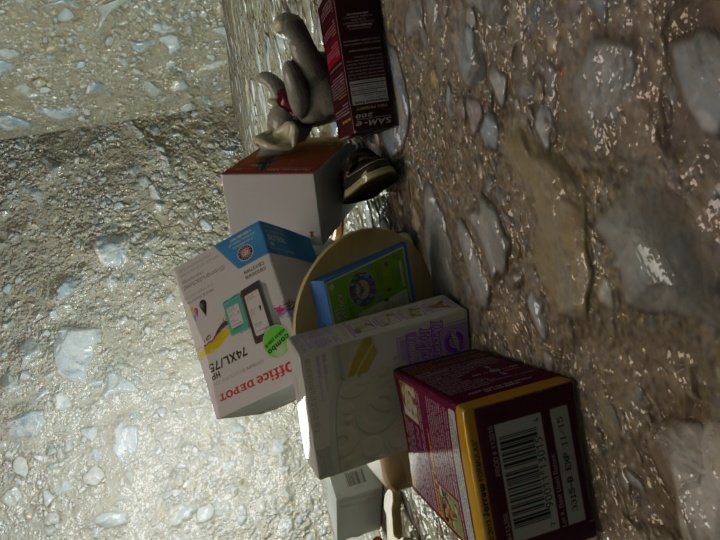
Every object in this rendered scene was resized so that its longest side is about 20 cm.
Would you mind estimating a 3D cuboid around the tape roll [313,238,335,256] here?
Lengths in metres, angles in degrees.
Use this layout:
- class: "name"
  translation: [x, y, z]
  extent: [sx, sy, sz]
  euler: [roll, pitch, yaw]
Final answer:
- class: "tape roll"
  translation: [-0.085, 0.043, 1.078]
  extent: [0.065, 0.201, 0.202]
  euler: [27, 148, 14]

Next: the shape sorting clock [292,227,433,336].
- class: "shape sorting clock"
  translation: [0.007, 0.052, 0.784]
  extent: [0.039, 0.197, 0.205]
  euler: [15, 118, 51]

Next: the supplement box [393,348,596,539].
- class: "supplement box"
  translation: [0.112, 0.158, 0.611]
  extent: [0.200, 0.101, 0.134]
  euler: [-173, 71, -76]

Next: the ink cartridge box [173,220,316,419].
- class: "ink cartridge box"
  translation: [-0.122, 0.068, 0.872]
  extent: [0.146, 0.145, 0.204]
  euler: [16, -130, -67]

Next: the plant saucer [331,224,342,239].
- class: "plant saucer"
  translation: [-0.079, -0.159, 1.354]
  extent: [0.200, 0.037, 0.205]
  euler: [169, 91, -78]

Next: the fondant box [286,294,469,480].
- class: "fondant box"
  translation: [0.027, 0.126, 0.741]
  extent: [0.058, 0.196, 0.148]
  euler: [-148, 47, -64]

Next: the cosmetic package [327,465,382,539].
- class: "cosmetic package"
  translation: [-0.013, 0.513, 1.488]
  extent: [0.203, 0.110, 0.082]
  euler: [94, 160, -44]

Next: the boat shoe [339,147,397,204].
- class: "boat shoe"
  translation: [0.001, -0.136, 0.929]
  extent: [0.201, 0.070, 0.068]
  euler: [166, 87, -82]

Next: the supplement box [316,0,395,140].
- class: "supplement box"
  translation: [-0.008, -0.279, 0.866]
  extent: [0.109, 0.059, 0.205]
  euler: [-154, 54, -76]

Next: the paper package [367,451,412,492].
- class: "paper package"
  translation: [0.042, 0.180, 0.955]
  extent: [0.190, 0.101, 0.205]
  euler: [168, 89, -78]

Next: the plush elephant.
- class: "plush elephant"
  translation: [-0.089, -0.258, 0.991]
  extent: [0.165, 0.152, 0.204]
  euler: [-41, -70, -57]

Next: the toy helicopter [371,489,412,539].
- class: "toy helicopter"
  translation: [0.061, 0.501, 1.209]
  extent: [0.133, 0.077, 0.203]
  euler: [118, 158, -45]

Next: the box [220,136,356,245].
- class: "box"
  translation: [-0.099, -0.128, 1.024]
  extent: [0.201, 0.149, 0.109]
  euler: [-58, -34, -60]

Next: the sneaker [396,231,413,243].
- class: "sneaker"
  translation: [0.000, 0.000, 0.920]
  extent: [0.085, 0.074, 0.201]
  euler: [56, 135, 22]
